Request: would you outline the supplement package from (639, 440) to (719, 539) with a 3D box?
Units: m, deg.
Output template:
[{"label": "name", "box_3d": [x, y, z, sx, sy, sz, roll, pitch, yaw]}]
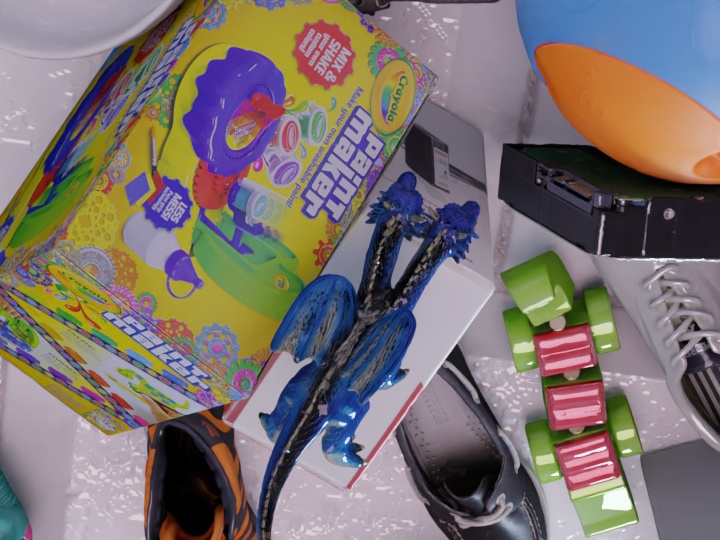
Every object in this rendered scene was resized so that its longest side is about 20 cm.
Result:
[{"label": "supplement package", "box_3d": [0.289, 0.206, 1.410, 0.190, 0.147, 0.201, -15, 116, 6]}]

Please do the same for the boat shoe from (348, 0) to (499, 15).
[{"label": "boat shoe", "box_3d": [-0.015, -0.164, 1.258, 0.198, 0.072, 0.065, 7, 122, -1]}]

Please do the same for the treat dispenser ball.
[{"label": "treat dispenser ball", "box_3d": [0.179, -0.145, 1.196, 0.199, 0.201, 0.202, -1, 117, -1]}]

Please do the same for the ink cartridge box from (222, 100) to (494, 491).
[{"label": "ink cartridge box", "box_3d": [0.000, 0.000, 1.269, 0.083, 0.200, 0.145, 30, 112, -12]}]

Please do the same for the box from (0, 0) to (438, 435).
[{"label": "box", "box_3d": [-0.091, -0.038, 1.202, 0.122, 0.192, 0.201, 38, 66, -17]}]

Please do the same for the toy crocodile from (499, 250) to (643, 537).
[{"label": "toy crocodile", "box_3d": [0.127, 0.076, 1.387, 0.067, 0.062, 0.201, -12, 117, 5]}]

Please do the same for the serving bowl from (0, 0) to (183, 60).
[{"label": "serving bowl", "box_3d": [-0.147, -0.211, 1.208, 0.198, 0.066, 0.202, 3, 98, 21]}]

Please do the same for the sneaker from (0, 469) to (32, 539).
[{"label": "sneaker", "box_3d": [-0.276, 0.195, 1.430, 0.200, 0.084, 0.121, -38, 103, 15]}]

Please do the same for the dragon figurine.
[{"label": "dragon figurine", "box_3d": [-0.008, 0.041, 1.102, 0.059, 0.200, 0.100, 28, 144, 11]}]

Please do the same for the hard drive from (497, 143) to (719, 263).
[{"label": "hard drive", "box_3d": [0.189, -0.036, 1.260, 0.198, 0.140, 0.038, 1, 104, -20]}]

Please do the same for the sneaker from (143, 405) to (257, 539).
[{"label": "sneaker", "box_3d": [-0.099, 0.160, 1.395, 0.077, 0.112, 0.201, -9, 117, 4]}]

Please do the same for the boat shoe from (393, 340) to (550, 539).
[{"label": "boat shoe", "box_3d": [0.064, 0.118, 1.407, 0.073, 0.060, 0.201, -18, 116, 7]}]

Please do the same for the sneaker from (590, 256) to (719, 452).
[{"label": "sneaker", "box_3d": [0.192, 0.024, 1.356, 0.073, 0.071, 0.200, -31, 112, 14]}]
